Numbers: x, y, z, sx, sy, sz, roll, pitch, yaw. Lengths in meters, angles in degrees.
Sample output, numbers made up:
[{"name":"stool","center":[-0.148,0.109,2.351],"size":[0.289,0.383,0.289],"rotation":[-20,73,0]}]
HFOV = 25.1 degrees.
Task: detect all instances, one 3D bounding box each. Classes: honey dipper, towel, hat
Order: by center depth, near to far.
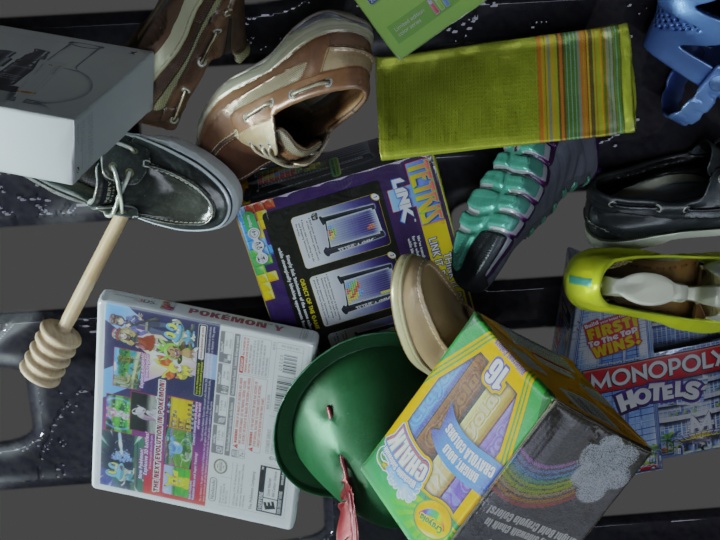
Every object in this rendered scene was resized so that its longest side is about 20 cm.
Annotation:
[{"name":"towel","center":[0.109,-0.135,1.226],"size":[0.198,0.018,0.087],"rotation":[-6,75,13]},{"name":"hat","center":[0.029,0.178,1.272],"size":[0.164,0.177,0.202],"rotation":[-8,127,-16]},{"name":"honey dipper","center":[-0.219,0.005,1.305],"size":[0.038,0.038,0.201],"rotation":[24,111,-17]}]

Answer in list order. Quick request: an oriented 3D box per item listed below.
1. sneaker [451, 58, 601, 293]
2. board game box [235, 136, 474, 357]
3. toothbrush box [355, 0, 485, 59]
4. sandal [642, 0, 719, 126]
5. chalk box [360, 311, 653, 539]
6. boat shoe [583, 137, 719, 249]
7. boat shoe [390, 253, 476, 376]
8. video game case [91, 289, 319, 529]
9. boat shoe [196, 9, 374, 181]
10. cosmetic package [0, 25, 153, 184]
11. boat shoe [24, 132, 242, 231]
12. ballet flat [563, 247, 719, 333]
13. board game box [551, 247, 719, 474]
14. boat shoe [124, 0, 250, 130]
[{"name":"sneaker","center":[0.146,-0.065,1.265],"size":[0.087,0.074,0.202],"rotation":[25,92,-27]},{"name":"board game box","center":[0.000,0.000,1.314],"size":[0.164,0.057,0.202],"rotation":[-16,118,0]},{"name":"toothbrush box","center":[0.027,-0.280,1.158],"size":[0.145,0.086,0.200],"rotation":[-34,116,12]},{"name":"sandal","center":[0.255,-0.187,1.236],"size":[0.086,0.080,0.201],"rotation":[-20,116,9]},{"name":"chalk box","center":[0.095,0.159,1.214],"size":[0.124,0.124,0.201],"rotation":[27,105,-38]},{"name":"boat shoe","center":[0.274,-0.073,1.296],"size":[0.197,0.075,0.066],"rotation":[-10,130,10]},{"name":"boat shoe","center":[0.087,0.061,1.276],"size":[0.064,0.072,0.201],"rotation":[-7,133,32]},{"name":"video game case","center":[-0.133,0.118,1.344],"size":[0.180,0.023,0.202],"rotation":[11,124,4]},{"name":"boat shoe","center":[-0.060,-0.113,1.204],"size":[0.075,0.072,0.200],"rotation":[8,148,-34]},{"name":"cosmetic package","center":[-0.264,-0.126,1.138],"size":[0.198,0.151,0.052],"rotation":[11,115,10]},{"name":"boat shoe","center":[-0.190,-0.069,1.226],"size":[0.198,0.071,0.073],"rotation":[17,119,3]},{"name":"ballet flat","center":[0.259,0.016,1.290],"size":[0.198,0.067,0.068],"rotation":[4,91,-17]},{"name":"board game box","center":[0.240,0.072,1.372],"size":[0.198,0.062,0.202],"rotation":[-11,118,0]},{"name":"boat shoe","center":[-0.112,-0.188,1.202],"size":[0.074,0.075,0.202],"rotation":[29,122,-21]}]
